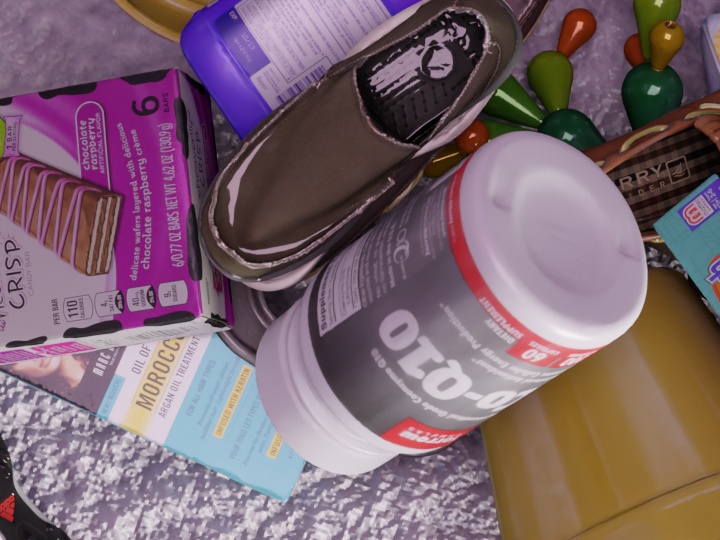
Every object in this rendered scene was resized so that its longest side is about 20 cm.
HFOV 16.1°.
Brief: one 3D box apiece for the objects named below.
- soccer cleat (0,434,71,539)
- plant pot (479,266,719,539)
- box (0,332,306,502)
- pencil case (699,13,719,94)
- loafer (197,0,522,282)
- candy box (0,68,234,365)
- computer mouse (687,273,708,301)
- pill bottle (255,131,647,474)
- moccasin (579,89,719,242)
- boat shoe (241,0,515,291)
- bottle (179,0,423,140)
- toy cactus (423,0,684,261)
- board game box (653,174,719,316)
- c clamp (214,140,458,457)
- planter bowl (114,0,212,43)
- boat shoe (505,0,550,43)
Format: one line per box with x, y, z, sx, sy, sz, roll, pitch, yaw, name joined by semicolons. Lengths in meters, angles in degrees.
-0.212;0.153;1.423;0.073;0.068;0.201;-17;107;42;soccer cleat
0.151;0.110;1.357;0.200;0.201;0.190;-22;73;1;plant pot
-0.114;0.051;1.423;0.199;0.049;0.083;24;89;1;box
0.284;-0.120;1.399;0.199;0.091;0.084;-14;89;0;pencil case
-0.005;-0.074;1.281;0.200;0.070;0.075;-44;85;2;loafer
-0.176;-0.023;1.366;0.199;0.061;0.137;-10;79;13;candy box
0.257;-0.012;1.387;0.199;0.034;0.059;-3;133;-32;computer mouse
0.041;0.024;1.285;0.200;0.114;0.114;-37;88;44;pill bottle
0.186;-0.059;1.319;0.200;0.078;0.074;-14;105;-3;moccasin
0.006;-0.069;1.345;0.072;0.060;0.200;42;92;5;boat shoe
0.001;-0.151;1.369;0.200;0.065;0.084;-35;102;5;bottle
0.133;-0.064;1.391;0.165;0.102;0.200;37;82;9;toy cactus
0.238;0.055;1.295;0.045;0.200;0.152;-38;51;8;board game box
0.000;0.000;1.408;0.200;0.027;0.171;39;60;-7;c clamp
-0.069;-0.224;1.410;0.199;0.083;0.202;0;88;1;planter bowl
0.095;-0.212;1.412;0.072;0.072;0.201;25;89;1;boat shoe
